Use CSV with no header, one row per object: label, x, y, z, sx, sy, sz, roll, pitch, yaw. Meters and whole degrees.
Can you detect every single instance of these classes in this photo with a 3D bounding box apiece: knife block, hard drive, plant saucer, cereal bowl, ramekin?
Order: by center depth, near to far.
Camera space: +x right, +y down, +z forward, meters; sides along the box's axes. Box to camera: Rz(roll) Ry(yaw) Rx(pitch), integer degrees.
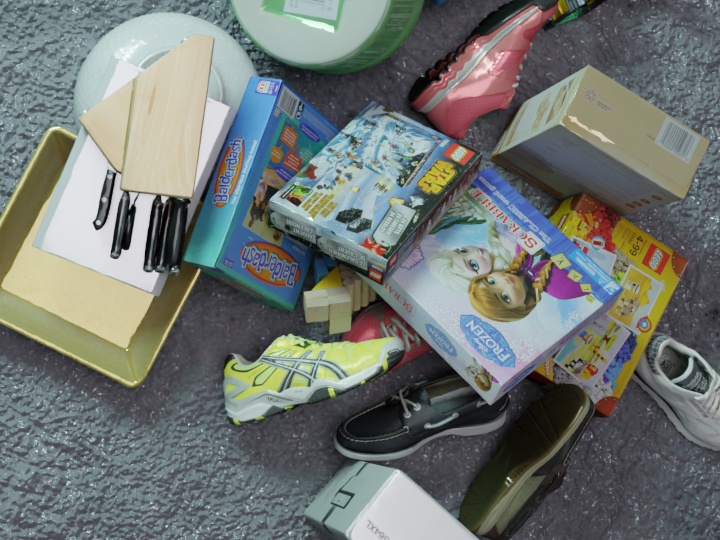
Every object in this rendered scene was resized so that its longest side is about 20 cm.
knife block,-0.178,-0.101,1.188,0.200,0.064,0.176,-38,99,-6
hard drive,-0.221,-0.091,1.226,0.132,0.025,0.200,23,90,-11
plant saucer,-0.267,-0.013,1.260,0.200,0.048,0.200,28,88,-11
ramekin,-0.039,-0.299,1.283,0.200,0.098,0.200,3,103,15
cereal bowl,-0.193,-0.175,1.288,0.200,0.083,0.200,2,83,-15

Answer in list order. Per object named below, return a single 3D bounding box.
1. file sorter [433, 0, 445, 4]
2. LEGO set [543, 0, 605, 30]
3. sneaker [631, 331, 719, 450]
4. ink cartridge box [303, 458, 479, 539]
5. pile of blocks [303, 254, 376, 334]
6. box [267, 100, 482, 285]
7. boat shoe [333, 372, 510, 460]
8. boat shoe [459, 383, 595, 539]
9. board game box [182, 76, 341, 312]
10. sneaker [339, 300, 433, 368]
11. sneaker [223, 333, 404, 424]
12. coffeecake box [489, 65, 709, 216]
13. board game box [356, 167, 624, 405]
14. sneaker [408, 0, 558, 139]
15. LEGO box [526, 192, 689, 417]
file sorter,0.086,-0.419,1.332,0.139,0.123,0.200,-31,71,-15
LEGO set,0.268,-0.364,1.407,0.200,0.116,0.154,-15,88,-16
sneaker,0.385,0.143,1.410,0.200,0.080,0.076,36,75,-10
ink cartridge box,0.039,0.267,1.244,0.146,0.200,0.084,42,76,-8
pile of blocks,0.000,0.000,1.320,0.082,0.062,0.200,31,50,26
box,0.017,-0.083,1.268,0.137,0.040,0.200,28,48,17
boat shoe,0.065,0.146,1.323,0.200,0.076,0.060,-14,129,-24
boat shoe,0.187,0.209,1.340,0.066,0.072,0.201,30,105,-29
board game box,-0.090,-0.075,1.278,0.045,0.152,0.200,12,77,32
sneaker,0.065,0.051,1.323,0.200,0.087,0.074,-26,91,-15
sneaker,-0.053,0.097,1.271,0.200,0.075,0.076,-18,85,12
coffeecake box,0.250,-0.129,1.337,0.153,0.200,0.073,29,78,-11
board game box,0.132,0.009,1.274,0.199,0.041,0.200,-34,69,-33
sneaker,0.149,-0.226,1.388,0.200,0.074,0.087,-41,108,2
LEGO box,0.247,0.040,1.384,0.149,0.077,0.200,31,78,-9
